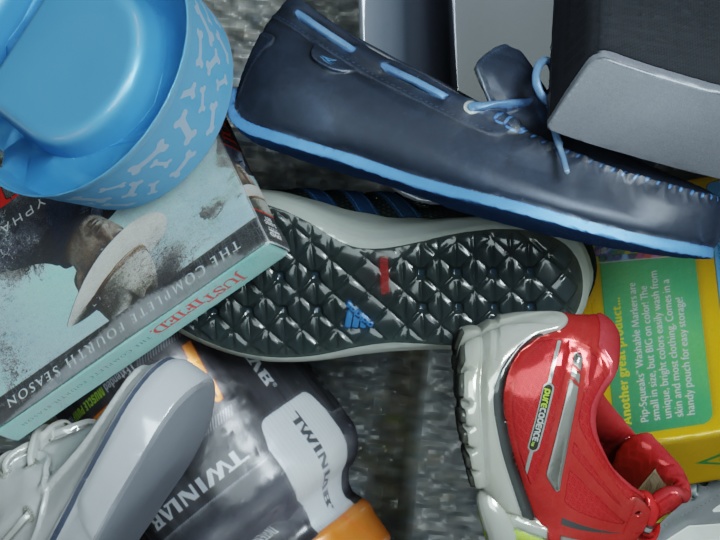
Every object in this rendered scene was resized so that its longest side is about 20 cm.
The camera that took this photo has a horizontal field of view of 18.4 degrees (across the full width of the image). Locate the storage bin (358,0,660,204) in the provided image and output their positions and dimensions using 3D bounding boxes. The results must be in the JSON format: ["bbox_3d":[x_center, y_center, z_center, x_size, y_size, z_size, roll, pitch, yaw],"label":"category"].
[{"bbox_3d":[0.079,-0.129,0.957,0.145,0.134,0.200,-2,90,8],"label":"storage bin"}]

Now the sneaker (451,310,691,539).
[{"bbox_3d":[0.093,0.106,0.897,0.085,0.077,0.200,-11,119,9],"label":"sneaker"}]

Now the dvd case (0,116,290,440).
[{"bbox_3d":[-0.126,-0.049,0.937,0.146,0.022,0.200,-34,62,15],"label":"dvd case"}]

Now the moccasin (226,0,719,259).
[{"bbox_3d":[0.047,-0.057,0.855,0.200,0.080,0.068,18,88,7],"label":"moccasin"}]

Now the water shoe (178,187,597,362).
[{"bbox_3d":[0.000,0.000,0.942,0.200,0.079,0.072,6,103,10],"label":"water shoe"}]

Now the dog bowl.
[{"bbox_3d":[-0.129,-0.095,0.903,0.200,0.050,0.112,36,93,38],"label":"dog bowl"}]

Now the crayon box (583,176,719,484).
[{"bbox_3d":[0.170,0.021,0.953,0.200,0.052,0.126,-9,59,14],"label":"crayon box"}]

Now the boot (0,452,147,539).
[{"bbox_3d":[-0.159,0.192,1.024,0.186,0.064,0.200,-26,90,-6],"label":"boot"}]

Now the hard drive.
[{"bbox_3d":[0.173,-0.093,0.839,0.200,0.042,0.135,11,60,-8],"label":"hard drive"}]

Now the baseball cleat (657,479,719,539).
[{"bbox_3d":[0.135,0.110,0.976,0.106,0.070,0.200,36,94,-6],"label":"baseball cleat"}]

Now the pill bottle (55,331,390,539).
[{"bbox_3d":[-0.072,0.062,0.991,0.106,0.106,0.200,-38,85,6],"label":"pill bottle"}]

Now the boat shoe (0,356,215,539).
[{"bbox_3d":[-0.127,0.099,0.930,0.065,0.074,0.200,40,124,9],"label":"boat shoe"}]
